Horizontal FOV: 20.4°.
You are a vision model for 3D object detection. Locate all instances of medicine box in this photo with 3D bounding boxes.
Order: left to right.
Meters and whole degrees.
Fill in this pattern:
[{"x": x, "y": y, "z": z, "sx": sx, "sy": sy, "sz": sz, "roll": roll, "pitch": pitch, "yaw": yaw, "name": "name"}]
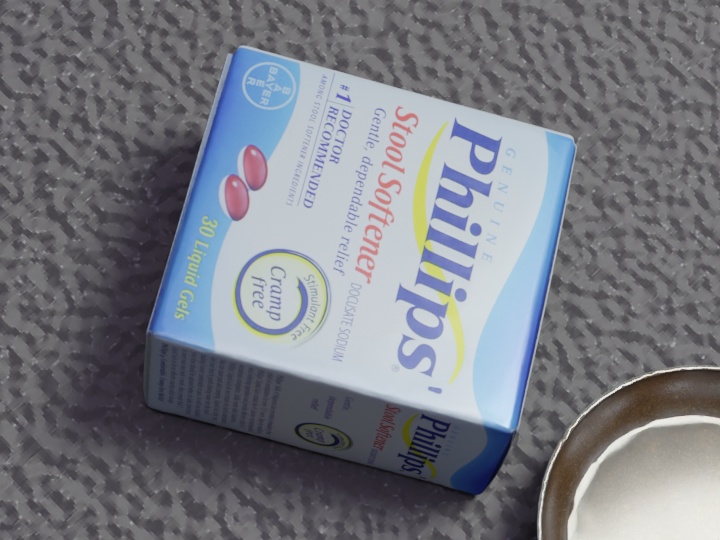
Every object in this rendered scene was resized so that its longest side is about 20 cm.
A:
[{"x": 0.000, "y": 0.000, "z": 1.095, "sx": 0.198, "sy": 0.103, "sz": 0.184, "roll": 14, "pitch": 64, "yaw": 0, "name": "medicine box"}]

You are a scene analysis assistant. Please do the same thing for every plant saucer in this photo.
[{"x": 0.189, "y": 0.148, "z": 1.067, "sx": 0.198, "sy": 0.032, "sz": 0.202, "roll": 3, "pitch": 64, "yaw": -6, "name": "plant saucer"}]

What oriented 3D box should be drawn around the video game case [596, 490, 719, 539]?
[{"x": 0.198, "y": 0.223, "z": 1.064, "sx": 0.181, "sy": 0.024, "sz": 0.201, "roll": -18, "pitch": 68, "yaw": -16, "name": "video game case"}]
